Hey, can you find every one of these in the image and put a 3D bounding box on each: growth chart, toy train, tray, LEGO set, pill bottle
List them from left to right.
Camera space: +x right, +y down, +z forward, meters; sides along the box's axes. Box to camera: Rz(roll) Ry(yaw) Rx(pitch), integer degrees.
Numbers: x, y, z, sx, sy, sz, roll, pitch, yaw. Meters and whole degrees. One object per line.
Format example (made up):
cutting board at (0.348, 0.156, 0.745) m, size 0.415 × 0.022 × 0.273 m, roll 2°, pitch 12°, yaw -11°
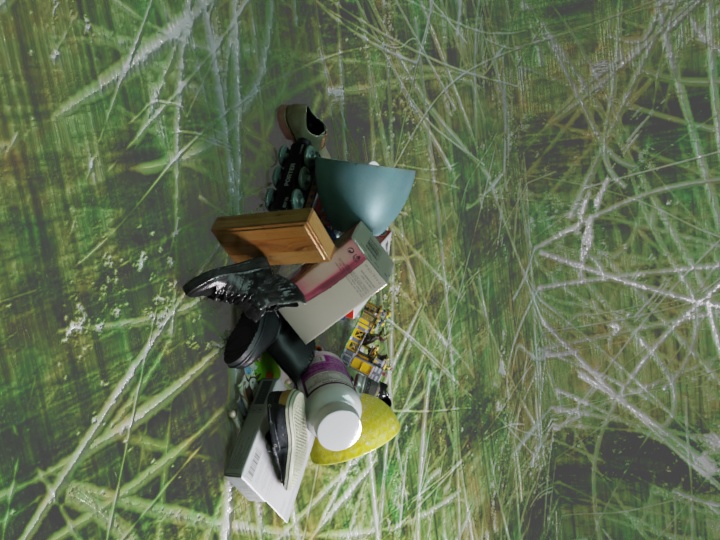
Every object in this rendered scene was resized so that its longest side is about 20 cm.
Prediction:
growth chart at (-0.187, 0.228, 1.397) m, size 0.146 × 0.018 × 0.201 m, roll 63°, pitch 35°, yaw -37°
tray at (-0.152, -0.054, 1.293) m, size 0.099 × 0.197 × 0.037 m, roll 60°, pitch 38°, yaw -41°
toy train at (-0.127, -0.163, 1.488) m, size 0.114 × 0.084 × 0.202 m, roll 62°, pitch 36°, yaw -55°
pill bottle at (-0.059, 0.242, 1.389) m, size 0.200 × 0.111 × 0.114 m, roll -122°, pitch -167°, yaw -64°
LEGO set at (0.034, 0.156, 1.630) m, size 0.155 × 0.115 × 0.200 m, roll -63°, pitch 179°, yaw -1°

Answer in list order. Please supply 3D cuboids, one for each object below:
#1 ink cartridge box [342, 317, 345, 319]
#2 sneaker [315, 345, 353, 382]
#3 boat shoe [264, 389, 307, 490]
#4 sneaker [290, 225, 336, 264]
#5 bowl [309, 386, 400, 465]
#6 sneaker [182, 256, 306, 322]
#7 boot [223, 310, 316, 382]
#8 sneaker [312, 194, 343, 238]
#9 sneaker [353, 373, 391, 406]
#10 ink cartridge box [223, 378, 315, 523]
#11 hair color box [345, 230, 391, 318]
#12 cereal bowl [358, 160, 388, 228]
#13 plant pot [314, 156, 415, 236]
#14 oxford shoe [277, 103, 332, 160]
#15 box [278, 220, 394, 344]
ink cartridge box at (-0.055, -0.006, 1.618) m, size 0.115 × 0.067 × 0.203 m, roll -34°, pitch 118°, yaw -60°
sneaker at (-0.070, 0.205, 1.569) m, size 0.200 × 0.073 × 0.081 m, roll 37°, pitch 50°, yaw -56°
boat shoe at (-0.133, 0.297, 1.321) m, size 0.075 × 0.061 × 0.203 m, roll -50°, pitch 144°, yaw -60°
sneaker at (-0.139, -0.048, 1.421) m, size 0.198 × 0.078 × 0.071 m, roll 6°, pitch 47°, yaw -38°
bowl at (-0.027, 0.302, 1.527) m, size 0.200 × 0.198 × 0.109 m, roll -29°, pitch 99°, yaw -60°
sneaker at (-0.194, 0.041, 1.265) m, size 0.198 × 0.060 × 0.105 m, roll -19°, pitch 82°, yaw -38°
boot at (-0.159, 0.141, 1.366) m, size 0.163 × 0.073 × 0.200 m, roll 53°, pitch 31°, yaw -30°
sneaker at (-0.046, -0.123, 1.583) m, size 0.107 × 0.067 × 0.203 m, roll 28°, pitch 43°, yaw -8°
sneaker at (0.026, 0.312, 1.687) m, size 0.074 × 0.086 × 0.202 m, roll -71°, pitch 166°, yaw -45°
ink cartridge box at (-0.159, 0.330, 1.372) m, size 0.175 × 0.043 × 0.202 m, roll 61°, pitch 35°, yaw -40°
hair color box at (0.000, 0.000, 1.554) m, size 0.200 × 0.063 × 0.112 m, roll -47°, pitch 147°, yaw -55°
cereal bowl at (0.000, -0.146, 1.709) m, size 0.200 × 0.082 × 0.203 m, roll -2°, pitch 90°, yaw -71°
plant pot at (0.001, -0.142, 1.465) m, size 0.199 × 0.198 × 0.137 m, roll -9°, pitch 109°, yaw -62°
oxford shoe at (-0.097, -0.267, 1.554) m, size 0.200 × 0.073 × 0.072 m, roll 50°, pitch 45°, yaw -50°
box at (-0.049, 0.020, 1.382) m, size 0.109 × 0.199 × 0.128 m, roll 51°, pitch 17°, yaw -9°
